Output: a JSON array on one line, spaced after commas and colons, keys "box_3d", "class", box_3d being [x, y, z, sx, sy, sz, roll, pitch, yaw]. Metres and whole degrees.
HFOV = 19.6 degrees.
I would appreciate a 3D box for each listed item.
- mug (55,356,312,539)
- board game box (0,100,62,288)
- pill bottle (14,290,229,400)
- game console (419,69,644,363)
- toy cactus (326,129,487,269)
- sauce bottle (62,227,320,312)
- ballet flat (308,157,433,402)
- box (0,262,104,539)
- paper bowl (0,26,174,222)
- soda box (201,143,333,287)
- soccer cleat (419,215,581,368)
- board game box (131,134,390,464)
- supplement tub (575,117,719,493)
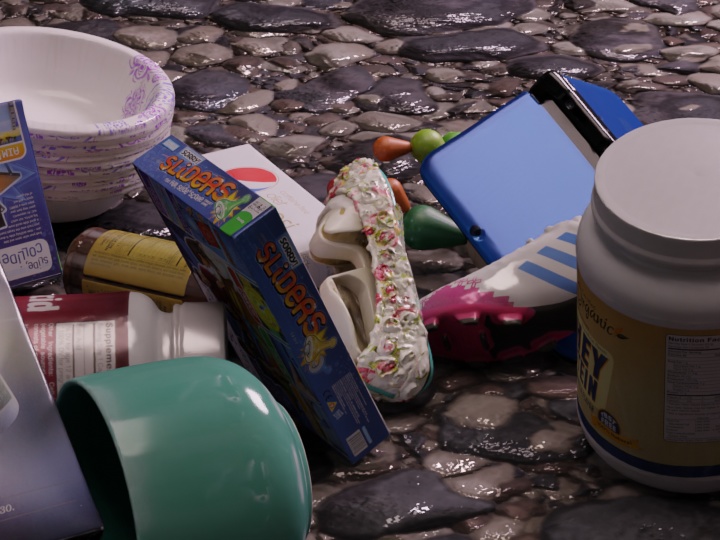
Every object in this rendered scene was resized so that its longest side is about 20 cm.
[{"box_3d": [-0.102, 0.119, 1.181, 0.114, 0.152, 0.185, -10, 27, -23], "class": "mug"}, {"box_3d": [-0.326, -0.036, 1.502, 0.200, 0.136, 0.034, -16, 8, -29], "class": "board game box"}, {"box_3d": [-0.183, 0.071, 1.320, 0.199, 0.114, 0.114, -2, 27, -3], "class": "pill bottle"}, {"box_3d": [0.171, -0.036, 1.533, 0.200, 0.118, 0.171, 54, 22, 22], "class": "game console"}, {"box_3d": [0.087, -0.038, 1.583, 0.200, 0.102, 0.165, -7, 46, -18], "class": "toy cactus"}, {"box_3d": [-0.115, 0.016, 1.482, 0.200, 0.065, 0.065, 13, 30, 27], "class": "sauce bottle"}, {"box_3d": [0.000, 0.000, 1.423, 0.064, 0.076, 0.200, 6, 49, -28], "class": "ballet flat"}, {"box_3d": [-0.274, 0.104, 1.150, 0.200, 0.123, 0.199, -15, 65, -25], "class": "box"}, {"box_3d": [-0.254, -0.112, 1.677, 0.200, 0.105, 0.201, 10, 29, -5], "class": "paper bowl"}, {"box_3d": [-0.071, -0.028, 1.572, 0.068, 0.064, 0.200, -14, 29, -24], "class": "soda box"}, {"box_3d": [0.125, 0.009, 1.436, 0.200, 0.070, 0.086, -12, 51, 15], "class": "soccer cleat"}, {"box_3d": [-0.063, 0.019, 1.329, 0.034, 0.200, 0.135, -37, 39, -15], "class": "board game box"}, {"box_3d": [0.204, 0.021, 1.286, 0.144, 0.200, 0.145, -3, 38, 3], "class": "supplement tub"}]
